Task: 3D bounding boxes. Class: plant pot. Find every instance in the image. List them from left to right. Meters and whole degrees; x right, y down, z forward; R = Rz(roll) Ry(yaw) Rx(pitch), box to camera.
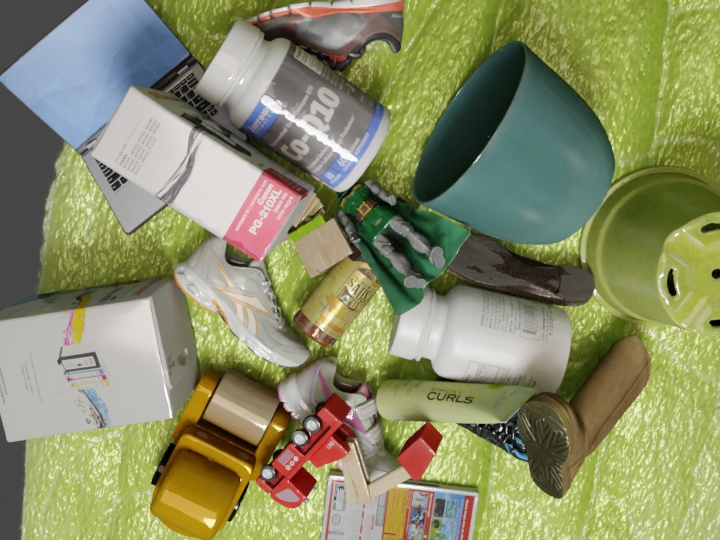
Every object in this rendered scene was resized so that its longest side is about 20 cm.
[{"bbox_3d":[0.179,-0.121,0.876,0.161,0.201,0.201,30,100,-16],"label":"plant pot"},{"bbox_3d":[0.369,-0.012,0.892,0.199,0.184,0.202,0,100,1],"label":"plant pot"}]

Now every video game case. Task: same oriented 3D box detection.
[{"bbox_3d":[0.048,0.346,1.050,0.199,0.017,0.144,7,101,0],"label":"video game case"}]

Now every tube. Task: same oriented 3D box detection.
[{"bbox_3d":[0.106,0.152,0.924,0.052,0.199,0.058,35,62,-37],"label":"tube"}]

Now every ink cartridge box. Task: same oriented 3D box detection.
[{"bbox_3d":[-0.312,0.098,0.945,0.199,0.147,0.145,-8,100,2],"label":"ink cartridge box"},{"bbox_3d":[-0.158,-0.104,0.835,0.199,0.145,0.085,33,99,-3],"label":"ink cartridge box"}]

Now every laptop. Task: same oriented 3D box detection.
[{"bbox_3d":[-0.268,-0.183,0.902,0.187,0.116,0.200,-36,73,8],"label":"laptop"}]

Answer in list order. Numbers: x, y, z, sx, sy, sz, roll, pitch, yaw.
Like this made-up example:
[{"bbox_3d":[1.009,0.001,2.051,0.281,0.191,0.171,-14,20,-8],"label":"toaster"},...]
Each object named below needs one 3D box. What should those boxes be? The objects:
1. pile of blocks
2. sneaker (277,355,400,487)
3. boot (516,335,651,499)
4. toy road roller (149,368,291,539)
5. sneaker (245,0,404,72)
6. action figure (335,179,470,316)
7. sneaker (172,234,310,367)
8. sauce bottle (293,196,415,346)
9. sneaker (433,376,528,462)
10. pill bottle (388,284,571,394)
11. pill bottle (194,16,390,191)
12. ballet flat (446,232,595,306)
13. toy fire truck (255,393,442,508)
[{"bbox_3d":[-0.091,-0.073,0.945,0.200,0.062,0.082,36,99,6],"label":"pile of blocks"},{"bbox_3d":[-0.008,0.188,0.990,0.088,0.081,0.200,-43,98,10],"label":"sneaker"},{"bbox_3d":[0.263,0.142,0.910,0.200,0.066,0.176,-42,143,-26],"label":"boot"},{"bbox_3d":[-0.180,0.235,0.968,0.122,0.146,0.201,27,100,-4],"label":"toy road roller"},{"bbox_3d":[-0.044,-0.267,0.910,0.199,0.077,0.082,-7,107,3],"label":"sneaker"},{"bbox_3d":[0.023,-0.052,0.904,0.118,0.200,0.055,-47,137,3],"label":"action figure"},{"bbox_3d":[-0.129,0.035,0.969,0.200,0.076,0.092,41,94,-7],"label":"sneaker"},{"bbox_3d":[0.000,0.000,0.961,0.066,0.066,0.200,37,98,-6],"label":"sauce bottle"},{"bbox_3d":[0.180,0.185,0.985,0.199,0.082,0.074,23,102,-2],"label":"sneaker"},{"bbox_3d":[0.140,0.079,0.949,0.199,0.114,0.115,13,101,-2],"label":"pill bottle"},{"bbox_3d":[-0.076,-0.185,0.885,0.199,0.114,0.114,31,100,-17],"label":"pill bottle"},{"bbox_3d":[0.187,0.004,0.970,0.199,0.046,0.068,14,68,0],"label":"ballet flat"},{"bbox_3d":[-0.016,0.225,0.929,0.141,0.049,0.200,42,110,3],"label":"toy fire truck"}]
